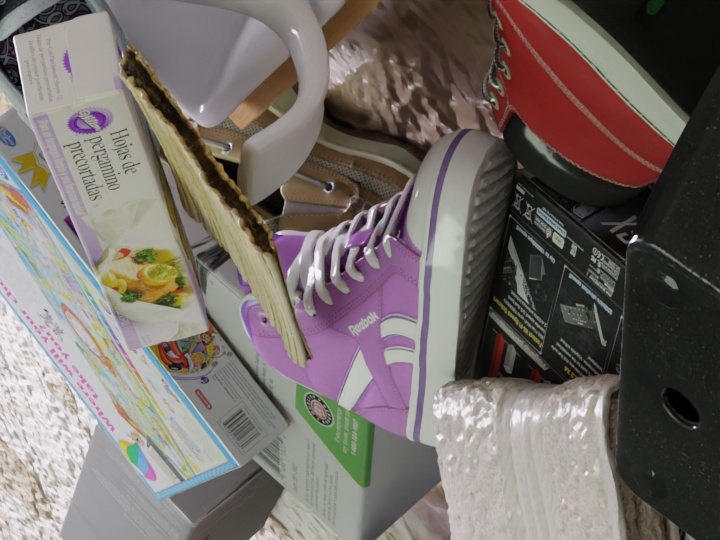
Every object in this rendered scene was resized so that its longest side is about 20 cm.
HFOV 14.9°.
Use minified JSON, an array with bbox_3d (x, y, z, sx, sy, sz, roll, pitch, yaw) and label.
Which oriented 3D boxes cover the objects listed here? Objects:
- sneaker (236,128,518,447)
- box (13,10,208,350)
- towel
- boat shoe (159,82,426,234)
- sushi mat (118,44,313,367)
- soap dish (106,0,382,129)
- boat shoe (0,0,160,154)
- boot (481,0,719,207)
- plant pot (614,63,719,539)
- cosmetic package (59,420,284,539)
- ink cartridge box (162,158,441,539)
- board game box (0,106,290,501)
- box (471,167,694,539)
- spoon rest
[{"bbox_3d":[0.000,0.001,1.159,0.114,0.073,0.201,22,145,8],"label":"sneaker"},{"bbox_3d":[-0.099,-0.031,1.122,0.200,0.039,0.042,76,179,-60],"label":"box"},{"bbox_3d":[0.083,0.140,1.090,0.132,0.034,0.201,-5,98,59],"label":"towel"},{"bbox_3d":[-0.014,-0.024,1.254,0.200,0.076,0.072,31,149,33],"label":"boat shoe"},{"bbox_3d":[-0.053,-0.020,1.073,0.096,0.012,0.200,53,174,12],"label":"sushi mat"},{"bbox_3d":[-0.056,-0.156,1.129,0.157,0.081,0.200,50,156,-2],"label":"soap dish"},{"bbox_3d":[-0.140,-0.118,1.130,0.201,0.070,0.072,56,173,-30],"label":"boat shoe"},{"bbox_3d":[0.056,-0.108,1.030,0.200,0.072,0.144,49,157,-8],"label":"boot"},{"bbox_3d":[0.186,0.011,0.854,0.200,0.177,0.200,37,152,26],"label":"plant pot"},{"bbox_3d":[-0.099,0.117,1.564,0.090,0.107,0.200,45,157,11],"label":"cosmetic package"},{"bbox_3d":[-0.042,0.020,1.353,0.200,0.084,0.146,41,154,21],"label":"ink cartridge box"},{"bbox_3d":[-0.128,0.017,1.352,0.200,0.034,0.134,53,156,-4],"label":"board game box"},{"bbox_3d":[0.121,0.071,1.084,0.200,0.050,0.158,44,135,42],"label":"box"},{"bbox_3d":[-0.072,-0.118,1.064,0.200,0.061,0.099,54,157,21],"label":"spoon rest"}]
